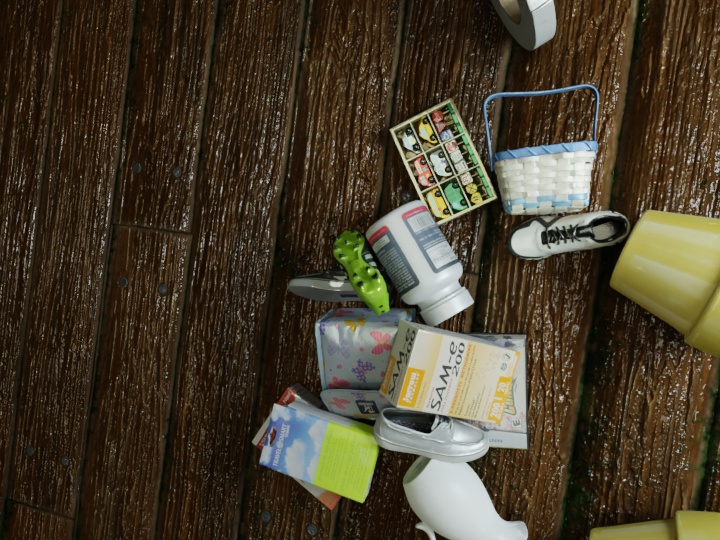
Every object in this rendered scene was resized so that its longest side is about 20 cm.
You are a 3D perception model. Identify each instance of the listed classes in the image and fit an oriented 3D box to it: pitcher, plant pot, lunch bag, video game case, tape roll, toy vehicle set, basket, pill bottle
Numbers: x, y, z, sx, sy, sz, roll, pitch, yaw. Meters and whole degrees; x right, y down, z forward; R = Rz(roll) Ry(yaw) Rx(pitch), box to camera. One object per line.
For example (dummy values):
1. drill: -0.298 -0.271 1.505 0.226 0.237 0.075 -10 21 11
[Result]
1. pitcher: 0.154 0.424 0.864 0.200 0.121 0.172 45 78 4
2. plant pot: 0.455 0.468 0.763 0.188 0.201 0.202 -10 87 29
3. lunch bag: 0.018 0.175 0.907 0.169 0.127 0.201 0 104 15
4. video game case: 0.204 0.212 0.907 0.180 0.025 0.201 -1 90 15
5. tape roll: 0.244 -0.451 0.808 0.037 0.203 0.203 -30 83 12
6. plant pot: 0.491 0.004 0.750 0.189 0.201 0.201 26 97 30
7. toy vehicle set: 0.150 -0.193 0.921 0.124 0.027 0.201 -25 84 13
8. basket: 0.291 -0.192 0.825 0.176 0.139 0.201 0 98 14
9. pill bottle: 0.106 -0.008 0.885 0.119 0.120 0.200 -31 82 13

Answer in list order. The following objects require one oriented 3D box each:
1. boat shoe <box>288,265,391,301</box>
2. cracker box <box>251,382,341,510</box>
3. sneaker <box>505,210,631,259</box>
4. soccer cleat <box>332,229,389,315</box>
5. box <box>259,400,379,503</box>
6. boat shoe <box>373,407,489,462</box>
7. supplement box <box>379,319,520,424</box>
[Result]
1. boat shoe: -0.037 0.022 0.956 0.199 0.069 0.057 2 63 15
2. cracker box: -0.089 0.330 0.967 0.200 0.058 0.134 35 98 13
3. sneaker: 0.343 -0.064 0.845 0.199 0.080 0.074 -12 88 16
4. soccer cleat: 0.000 0.000 0.888 0.067 0.200 0.081 -24 128 -1
5. box: -0.070 0.317 0.907 0.199 0.048 0.122 15 93 12
6. boat shoe: 0.123 0.266 0.855 0.199 0.072 0.069 11 125 3
7. supplement box: 0.145 0.165 0.820 0.199 0.073 0.126 14 92 -22
